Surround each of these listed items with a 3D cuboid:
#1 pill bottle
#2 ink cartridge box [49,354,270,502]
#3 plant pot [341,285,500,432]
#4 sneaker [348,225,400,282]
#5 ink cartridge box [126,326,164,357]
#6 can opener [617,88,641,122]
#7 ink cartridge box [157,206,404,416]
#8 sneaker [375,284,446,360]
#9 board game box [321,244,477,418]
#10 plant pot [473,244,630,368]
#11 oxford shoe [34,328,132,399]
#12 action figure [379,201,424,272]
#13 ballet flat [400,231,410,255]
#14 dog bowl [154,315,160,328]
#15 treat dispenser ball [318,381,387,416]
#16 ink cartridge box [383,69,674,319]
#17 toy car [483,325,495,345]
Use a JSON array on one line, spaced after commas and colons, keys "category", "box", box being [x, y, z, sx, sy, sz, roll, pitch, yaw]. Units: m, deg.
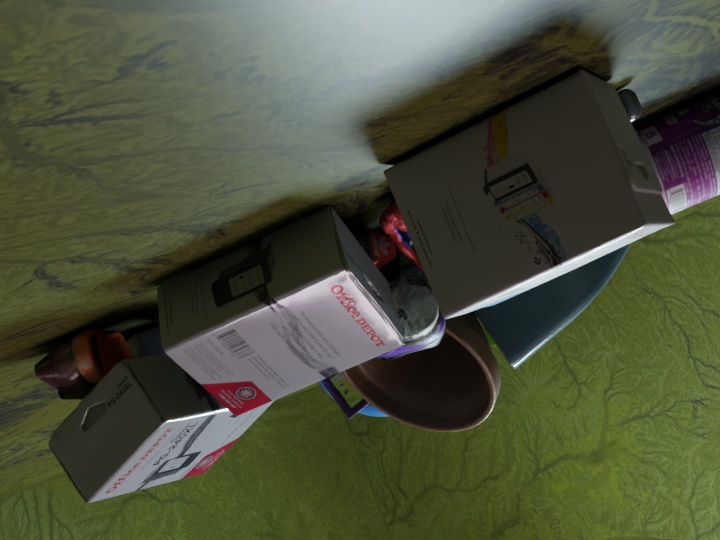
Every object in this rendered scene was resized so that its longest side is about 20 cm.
[{"category": "pill bottle", "box": [0.408, -0.144, 1.537, 0.198, 0.113, 0.112, -22, 173, 2]}, {"category": "ink cartridge box", "box": [-0.209, 0.160, 1.400, 0.145, 0.084, 0.199, -46, 160, 24]}, {"category": "plant pot", "box": [0.075, 0.085, 1.504, 0.200, 0.201, 0.093, -30, -159, 47]}, {"category": "sneaker", "box": [0.000, 0.000, 1.433, 0.084, 0.076, 0.200, -7, 171, -6]}, {"category": "ink cartridge box", "box": [-0.205, 0.108, 1.603, 0.199, 0.085, 0.144, -19, 171, -37]}, {"category": "can opener", "box": [0.216, -0.114, 1.330, 0.053, 0.067, 0.200, -19, 172, -31]}, {"category": "ink cartridge box", "box": [-0.076, 0.043, 1.280, 0.198, 0.084, 0.145, -24, 139, 13]}, {"category": "sneaker", "box": [-0.002, 0.065, 1.387, 0.198, 0.070, 0.100, -2, 160, 20]}, {"category": "board game box", "box": [0.029, 0.071, 1.588, 0.199, 0.120, 0.032, -38, 179, 3]}, {"category": "plant pot", "box": [0.206, -0.022, 1.545, 0.199, 0.197, 0.196, -35, 172, 4]}, {"category": "oxford shoe", "box": [-0.292, 0.107, 1.419, 0.072, 0.072, 0.200, -19, 163, 4]}, {"category": "action figure", "box": [0.076, -0.036, 1.355, 0.065, 0.099, 0.200, -45, 167, 7]}, {"category": "ballet flat", "box": [-0.011, 0.010, 1.559, 0.199, 0.064, 0.067, -25, 177, 17]}, {"category": "dog bowl", "box": [-0.132, 0.040, 1.468, 0.198, 0.050, 0.111, -24, 173, 10]}, {"category": "treat dispenser ball", "box": [0.028, 0.088, 1.703, 0.199, 0.203, 0.201, -22, 173, -3]}, {"category": "ink cartridge box", "box": [0.154, -0.066, 1.170, 0.199, 0.146, 0.147, -25, 173, 21]}, {"category": "toy car", "box": [0.188, 0.004, 1.817, 0.156, 0.166, 0.200, -20, -178, -14]}]
